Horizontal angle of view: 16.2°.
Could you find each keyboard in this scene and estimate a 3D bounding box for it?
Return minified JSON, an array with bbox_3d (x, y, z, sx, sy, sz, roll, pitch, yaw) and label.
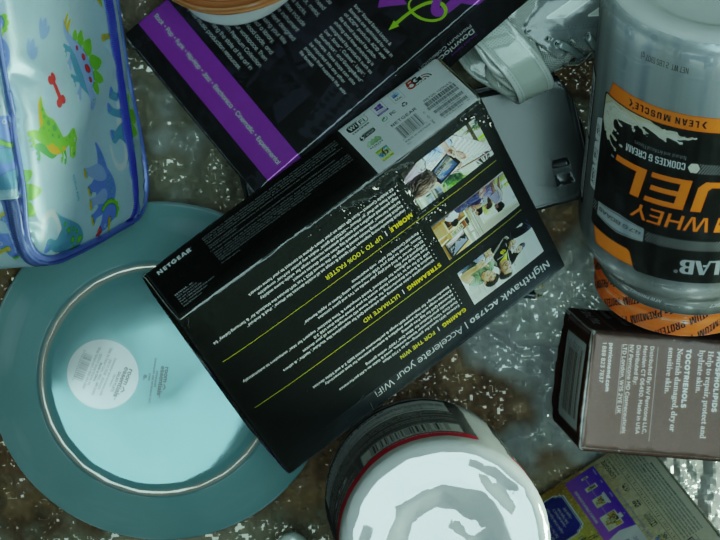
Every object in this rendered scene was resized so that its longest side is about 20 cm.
[{"bbox_3d":[0.038,-0.033,1.465,0.200,0.021,0.127,-14,96,-2],"label":"keyboard"}]

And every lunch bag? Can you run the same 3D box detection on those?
[{"bbox_3d":[-0.183,-0.106,1.370,0.082,0.161,0.200,-5,98,21],"label":"lunch bag"}]

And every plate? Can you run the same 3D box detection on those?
[{"bbox_3d":[-0.115,0.061,1.451,0.200,0.026,0.200,0,101,0],"label":"plate"}]

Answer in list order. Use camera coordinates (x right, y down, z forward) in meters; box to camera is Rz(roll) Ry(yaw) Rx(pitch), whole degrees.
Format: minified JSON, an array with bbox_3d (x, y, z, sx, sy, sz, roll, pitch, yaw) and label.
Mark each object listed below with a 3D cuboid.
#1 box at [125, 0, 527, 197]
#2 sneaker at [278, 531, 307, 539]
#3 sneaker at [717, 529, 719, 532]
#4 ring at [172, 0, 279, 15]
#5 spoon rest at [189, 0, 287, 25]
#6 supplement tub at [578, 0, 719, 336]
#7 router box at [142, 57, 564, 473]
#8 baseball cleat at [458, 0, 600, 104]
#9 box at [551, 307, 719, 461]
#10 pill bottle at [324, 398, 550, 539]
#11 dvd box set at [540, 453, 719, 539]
[{"bbox_3d":[-0.014,-0.144,1.403,0.200,0.036,0.143,-41,58,2],"label":"box"},{"bbox_3d":[-0.097,0.221,1.466,0.200,0.075,0.087,-31,74,1],"label":"sneaker"},{"bbox_3d":[0.150,0.227,1.456,0.200,0.088,0.080,-32,137,3],"label":"sneaker"},{"bbox_3d":[-0.058,-0.235,1.366,0.019,0.200,0.201,22,95,-48],"label":"ring"},{"bbox_3d":[-0.042,-0.228,1.408,0.061,0.099,0.200,26,85,-51],"label":"spoon rest"},{"bbox_3d":[0.183,-0.071,1.372,0.122,0.123,0.200,-2,127,-4],"label":"supplement tub"},{"bbox_3d":[0.000,0.000,1.384,0.200,0.051,0.149,-36,135,-6],"label":"router box"},{"bbox_3d":[0.131,-0.135,1.432,0.200,0.070,0.107,15,78,5],"label":"baseball cleat"},{"bbox_3d":[0.217,0.069,1.449,0.200,0.100,0.075,6,96,-5],"label":"box"},{"bbox_3d":[0.037,0.130,1.391,0.111,0.200,0.111,0,96,-4],"label":"pill bottle"},{"bbox_3d":[0.103,0.183,1.430,0.200,0.146,0.029,-33,115,-1],"label":"dvd box set"}]
